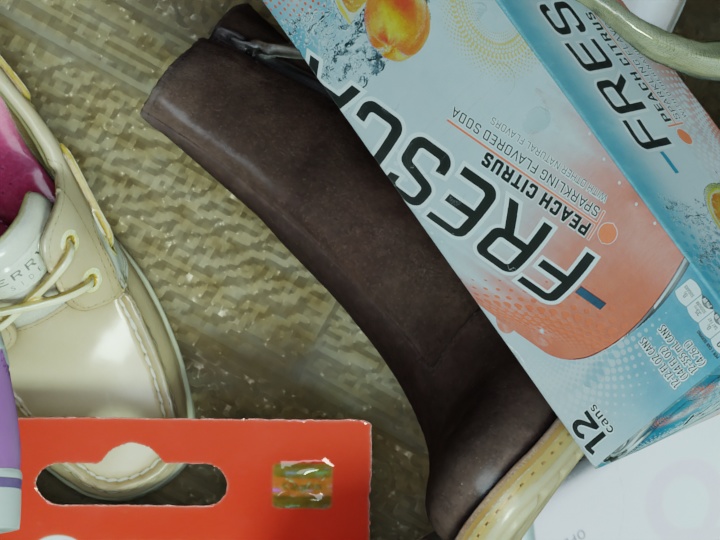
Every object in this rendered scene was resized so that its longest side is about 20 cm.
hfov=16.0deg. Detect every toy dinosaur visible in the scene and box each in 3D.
[{"bbox_3d":[0.145,-0.061,0.734,0.200,0.088,0.047,6,90,-46],"label":"toy dinosaur"}]

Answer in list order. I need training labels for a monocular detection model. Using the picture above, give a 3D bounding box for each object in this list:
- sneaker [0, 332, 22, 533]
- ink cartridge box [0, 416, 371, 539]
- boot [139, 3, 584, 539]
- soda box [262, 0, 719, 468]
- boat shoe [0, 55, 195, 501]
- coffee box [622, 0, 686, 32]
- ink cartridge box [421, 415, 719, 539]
[{"bbox_3d":[-0.188,0.037,0.811,0.200,0.073,0.114,-11,82,30],"label":"sneaker"},{"bbox_3d":[-0.076,0.150,0.837,0.162,0.057,0.200,0,113,-2],"label":"ink cartridge box"},{"bbox_3d":[0.000,0.000,0.781,0.166,0.200,0.072,33,115,-3],"label":"boot"},{"bbox_3d":[0.046,-0.046,0.722,0.064,0.068,0.200,-44,74,32],"label":"soda box"},{"bbox_3d":[-0.119,-0.009,0.831,0.074,0.069,0.200,-31,96,0],"label":"boat shoe"},{"bbox_3d":[0.070,-0.151,0.823,0.113,0.080,0.200,25,93,-3],"label":"coffee box"},{"bbox_3d":[0.092,0.161,0.829,0.163,0.057,0.200,-29,92,-27],"label":"ink cartridge box"}]
